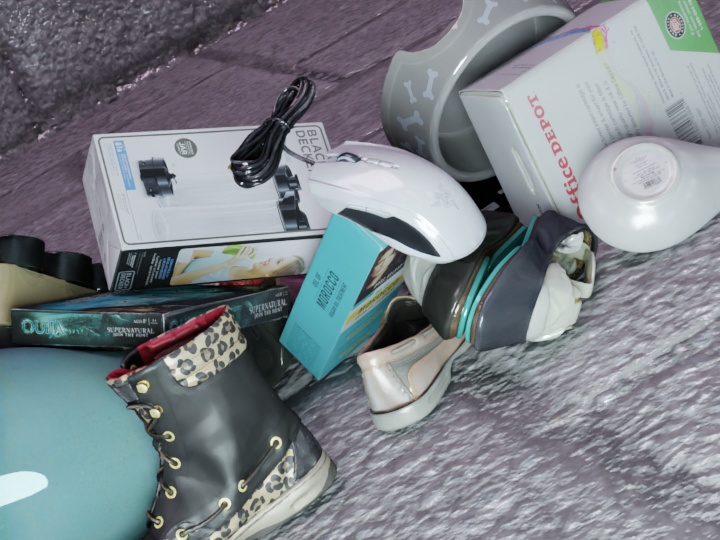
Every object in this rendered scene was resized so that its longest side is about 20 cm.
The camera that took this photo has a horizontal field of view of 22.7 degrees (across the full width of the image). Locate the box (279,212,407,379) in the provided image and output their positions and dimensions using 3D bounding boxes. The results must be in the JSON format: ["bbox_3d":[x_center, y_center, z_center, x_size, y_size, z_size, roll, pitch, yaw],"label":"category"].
[{"bbox_3d":[0.000,0.000,1.404,0.082,0.049,0.201,-39,-15,-33],"label":"box"}]

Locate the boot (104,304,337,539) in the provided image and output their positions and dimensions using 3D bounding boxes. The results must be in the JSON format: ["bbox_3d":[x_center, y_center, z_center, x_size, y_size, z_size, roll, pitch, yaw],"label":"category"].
[{"bbox_3d":[-0.129,0.131,1.219,0.199,0.152,0.073,-31,17,-10],"label":"boot"}]

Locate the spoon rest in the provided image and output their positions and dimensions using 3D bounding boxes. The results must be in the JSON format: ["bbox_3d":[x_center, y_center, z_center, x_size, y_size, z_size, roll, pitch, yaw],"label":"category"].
[{"bbox_3d":[0.261,-0.078,1.365,0.198,0.061,0.100,-23,60,3],"label":"spoon rest"}]

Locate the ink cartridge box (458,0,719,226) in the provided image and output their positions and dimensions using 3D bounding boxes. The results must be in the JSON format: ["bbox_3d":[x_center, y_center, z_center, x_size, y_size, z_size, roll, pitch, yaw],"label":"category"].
[{"bbox_3d":[0.202,-0.133,1.484,0.199,0.146,0.087,-34,17,-19],"label":"ink cartridge box"}]

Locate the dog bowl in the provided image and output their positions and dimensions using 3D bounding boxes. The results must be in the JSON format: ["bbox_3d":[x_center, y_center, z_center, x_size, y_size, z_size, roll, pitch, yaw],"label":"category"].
[{"bbox_3d":[0.112,-0.164,1.541,0.199,0.201,0.059,-34,55,-18],"label":"dog bowl"}]

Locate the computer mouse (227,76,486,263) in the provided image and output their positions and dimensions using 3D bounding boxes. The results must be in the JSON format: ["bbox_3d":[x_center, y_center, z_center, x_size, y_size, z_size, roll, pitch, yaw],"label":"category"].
[{"bbox_3d":[0.004,-0.072,1.300,0.199,0.044,0.110,25,49,20],"label":"computer mouse"}]

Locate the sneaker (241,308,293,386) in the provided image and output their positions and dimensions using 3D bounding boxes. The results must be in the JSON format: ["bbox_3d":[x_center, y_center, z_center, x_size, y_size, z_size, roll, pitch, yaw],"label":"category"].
[{"bbox_3d":[-0.142,0.091,1.496,0.114,0.077,0.199,3,40,49],"label":"sneaker"}]

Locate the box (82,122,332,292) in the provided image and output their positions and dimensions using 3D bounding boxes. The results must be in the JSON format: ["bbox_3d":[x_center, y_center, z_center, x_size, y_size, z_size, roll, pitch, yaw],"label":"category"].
[{"bbox_3d":[-0.113,-0.054,1.440,0.198,0.118,0.060,-4,-34,-22],"label":"box"}]

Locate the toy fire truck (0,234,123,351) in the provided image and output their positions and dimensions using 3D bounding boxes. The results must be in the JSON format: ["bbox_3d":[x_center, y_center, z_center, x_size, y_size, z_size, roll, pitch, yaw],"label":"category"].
[{"bbox_3d":[-0.310,0.022,1.461,0.198,0.130,0.176,-4,-12,26],"label":"toy fire truck"}]

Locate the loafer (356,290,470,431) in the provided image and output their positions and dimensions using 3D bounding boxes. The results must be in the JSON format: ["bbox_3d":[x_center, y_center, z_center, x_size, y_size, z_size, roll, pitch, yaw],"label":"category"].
[{"bbox_3d":[0.042,0.046,1.352,0.071,0.063,0.200,-20,18,22],"label":"loafer"}]

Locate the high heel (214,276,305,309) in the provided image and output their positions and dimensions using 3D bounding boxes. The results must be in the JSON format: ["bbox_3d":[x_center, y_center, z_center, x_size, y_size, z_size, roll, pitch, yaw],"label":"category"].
[{"bbox_3d":[-0.073,0.035,1.624,0.095,0.068,0.200,6,-19,-26],"label":"high heel"}]

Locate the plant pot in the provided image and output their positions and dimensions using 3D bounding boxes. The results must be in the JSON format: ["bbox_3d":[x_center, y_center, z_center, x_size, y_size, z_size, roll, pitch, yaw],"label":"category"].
[{"bbox_3d":[-0.232,0.142,1.306,0.186,0.202,0.200,-15,15,-8],"label":"plant pot"}]

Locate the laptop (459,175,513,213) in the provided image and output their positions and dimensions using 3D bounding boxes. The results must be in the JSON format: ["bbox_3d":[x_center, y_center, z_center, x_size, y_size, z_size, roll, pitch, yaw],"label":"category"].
[{"bbox_3d":[0.085,-0.039,1.636,0.176,0.104,0.200,-34,43,-17],"label":"laptop"}]

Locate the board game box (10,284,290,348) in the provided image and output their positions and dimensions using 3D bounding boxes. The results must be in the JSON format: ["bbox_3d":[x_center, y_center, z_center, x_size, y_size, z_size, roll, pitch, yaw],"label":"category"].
[{"bbox_3d":[-0.157,0.033,1.384,0.134,0.029,0.200,1,6,24],"label":"board game box"}]

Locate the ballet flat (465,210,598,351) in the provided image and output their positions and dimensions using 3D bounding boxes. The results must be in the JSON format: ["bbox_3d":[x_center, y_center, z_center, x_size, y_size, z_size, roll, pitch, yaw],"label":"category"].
[{"bbox_3d":[0.135,0.009,1.316,0.073,0.074,0.200,-20,13,26],"label":"ballet flat"}]

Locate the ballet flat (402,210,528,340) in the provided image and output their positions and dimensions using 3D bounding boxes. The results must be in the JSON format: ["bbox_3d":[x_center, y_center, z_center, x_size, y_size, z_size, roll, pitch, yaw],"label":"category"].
[{"bbox_3d":[0.071,0.000,1.341,0.068,0.069,0.200,21,21,11],"label":"ballet flat"}]

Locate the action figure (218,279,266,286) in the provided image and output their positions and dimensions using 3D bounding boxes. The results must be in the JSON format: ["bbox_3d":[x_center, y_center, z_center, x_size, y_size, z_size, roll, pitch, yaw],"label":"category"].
[{"bbox_3d":[-0.138,0.012,1.544,0.200,0.099,0.065,-50,-1,44],"label":"action figure"}]
